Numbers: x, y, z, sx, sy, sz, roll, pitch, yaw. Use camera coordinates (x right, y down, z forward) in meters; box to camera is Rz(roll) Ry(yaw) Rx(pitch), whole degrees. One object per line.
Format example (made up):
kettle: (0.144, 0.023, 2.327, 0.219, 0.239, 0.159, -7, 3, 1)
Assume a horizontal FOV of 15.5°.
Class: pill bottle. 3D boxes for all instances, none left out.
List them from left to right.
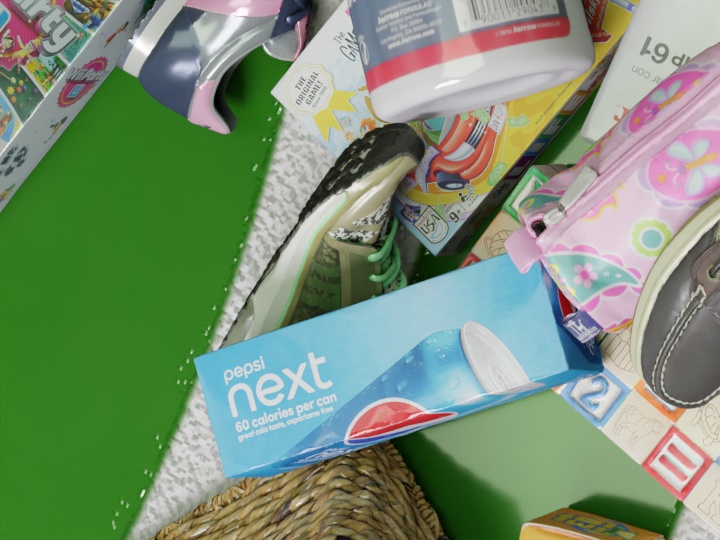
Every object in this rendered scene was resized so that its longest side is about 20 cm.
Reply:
pill bottle: (0.041, -0.186, 1.356, 0.119, 0.119, 0.202, -15, 86, 22)

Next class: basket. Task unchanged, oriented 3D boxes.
basket: (-0.035, 0.205, 1.466, 0.199, 0.149, 0.143, -34, 113, 20)

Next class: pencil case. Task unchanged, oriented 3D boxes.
pencil case: (0.165, -0.056, 1.278, 0.200, 0.087, 0.088, -40, 78, 20)

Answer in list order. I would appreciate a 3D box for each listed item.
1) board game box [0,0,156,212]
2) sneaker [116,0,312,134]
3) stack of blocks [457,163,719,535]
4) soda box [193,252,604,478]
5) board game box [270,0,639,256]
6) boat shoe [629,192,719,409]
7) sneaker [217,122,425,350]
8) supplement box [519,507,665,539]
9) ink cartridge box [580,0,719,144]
board game box: (-0.214, -0.148, 1.530, 0.148, 0.064, 0.200, 44, 106, 14)
sneaker: (-0.045, -0.164, 1.467, 0.082, 0.070, 0.200, 41, 110, -1)
stack of blocks: (0.156, 0.028, 1.389, 0.200, 0.059, 0.115, 40, 106, 16)
soda box: (0.020, 0.049, 1.375, 0.199, 0.064, 0.068, -19, 80, 21)
board game box: (0.062, -0.126, 1.433, 0.134, 0.034, 0.200, 44, 107, 15)
boat shoe: (0.193, -0.004, 1.229, 0.201, 0.071, 0.066, -56, 33, 30)
sneaker: (0.000, 0.000, 1.434, 0.088, 0.077, 0.200, 32, 134, -3)
supplement box: (0.105, 0.232, 1.416, 0.068, 0.066, 0.202, 17, 98, 23)
ink cartridge box: (0.221, -0.123, 1.342, 0.144, 0.085, 0.201, 28, 104, 19)
